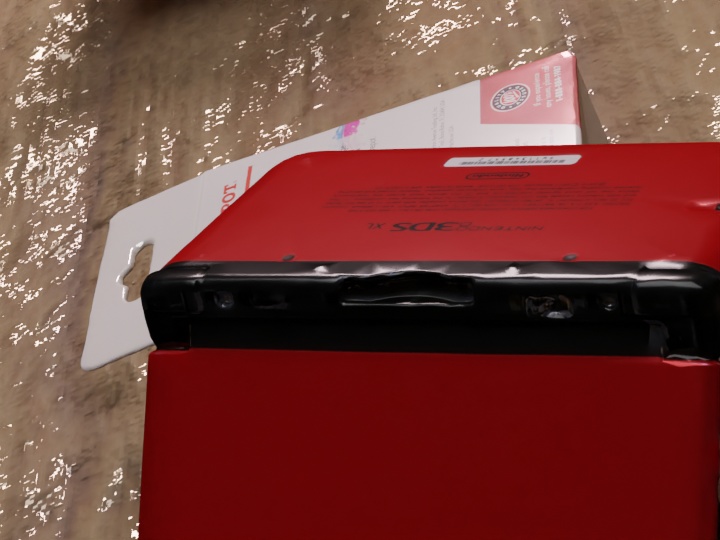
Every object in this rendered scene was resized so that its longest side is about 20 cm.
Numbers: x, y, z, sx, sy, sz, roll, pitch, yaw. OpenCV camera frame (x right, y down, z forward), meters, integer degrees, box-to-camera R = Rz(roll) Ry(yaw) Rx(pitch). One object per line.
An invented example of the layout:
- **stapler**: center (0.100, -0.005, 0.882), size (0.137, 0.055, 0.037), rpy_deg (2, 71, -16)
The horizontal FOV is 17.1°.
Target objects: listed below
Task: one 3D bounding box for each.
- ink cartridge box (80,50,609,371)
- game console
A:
- **ink cartridge box**: center (0.000, 0.000, 0.912), size (0.199, 0.068, 0.117), rpy_deg (-17, 31, 14)
- **game console**: center (0.037, 0.042, 0.785), size (0.199, 0.119, 0.172), rpy_deg (1, 25, 26)
